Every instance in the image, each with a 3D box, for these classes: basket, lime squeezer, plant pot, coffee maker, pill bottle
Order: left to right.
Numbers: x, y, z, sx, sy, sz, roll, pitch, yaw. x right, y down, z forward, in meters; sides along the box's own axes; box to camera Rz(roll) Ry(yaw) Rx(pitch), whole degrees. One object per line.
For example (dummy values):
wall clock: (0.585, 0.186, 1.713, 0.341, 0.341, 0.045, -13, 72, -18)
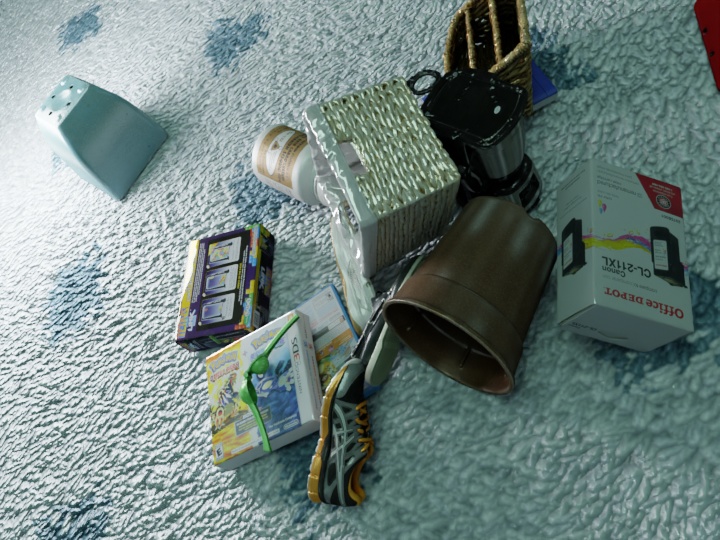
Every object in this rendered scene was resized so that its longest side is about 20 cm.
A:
plant pot: (-0.600, -0.319, 1.369, 0.193, 0.200, 0.199, 26, 76, 35)
lime squeezer: (-0.145, 0.159, 0.911, 0.069, 0.038, 0.206, -1, 67, 32)
pill bottle: (-0.095, -0.183, 1.097, 0.197, 0.115, 0.116, 28, 78, 34)
basket: (0.029, -0.135, 0.885, 0.157, 0.201, 0.202, -25, 71, -6)
plant pot: (0.159, 0.023, 0.822, 0.197, 0.202, 0.201, 21, 67, 33)
coffee maker: (0.177, -0.193, 0.914, 0.133, 0.201, 0.194, -33, 55, 3)
basket: (0.199, -0.358, 0.980, 0.138, 0.150, 0.205, -6, 59, 15)

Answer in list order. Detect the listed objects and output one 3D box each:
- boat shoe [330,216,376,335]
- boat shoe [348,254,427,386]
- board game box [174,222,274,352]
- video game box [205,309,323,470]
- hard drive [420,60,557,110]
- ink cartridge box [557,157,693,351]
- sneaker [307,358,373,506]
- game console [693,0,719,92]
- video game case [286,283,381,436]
boat shoe: (0.000, 0.000, 0.983, 0.067, 0.071, 0.205, -17, 71, 3)
boat shoe: (0.039, 0.064, 0.902, 0.065, 0.074, 0.205, 23, 93, 35)
board game box: (-0.240, 0.032, 1.092, 0.161, 0.057, 0.206, -12, 60, 23)
video game box: (-0.153, 0.186, 0.956, 0.196, 0.047, 0.186, -28, 54, 20)
hard drive: (0.216, -0.294, 1.042, 0.196, 0.026, 0.134, -27, 55, 3)
ink cartridge box: (0.332, -0.019, 0.776, 0.141, 0.083, 0.206, 14, 65, -12)
sneaker: (-0.015, 0.225, 0.842, 0.075, 0.078, 0.207, 11, 94, 21)
game console: (0.620, -0.361, 0.897, 0.167, 0.119, 0.206, 6, 63, -6)
video game case: (-0.065, 0.137, 0.971, 0.141, 0.018, 0.203, -33, 54, 7)
